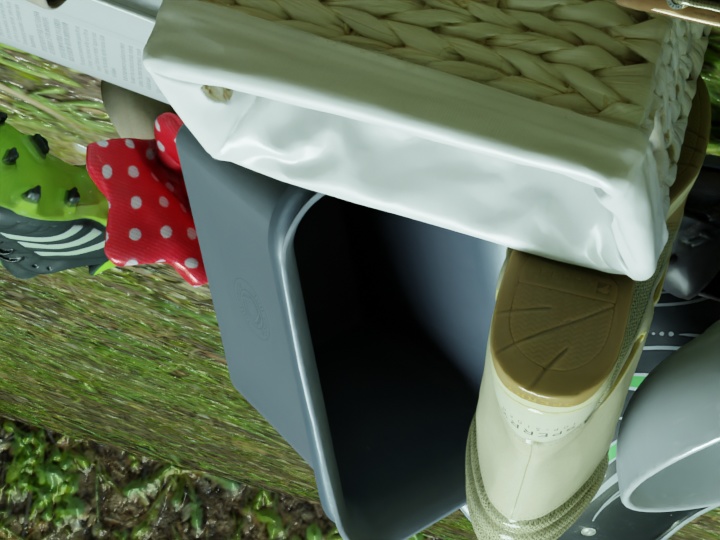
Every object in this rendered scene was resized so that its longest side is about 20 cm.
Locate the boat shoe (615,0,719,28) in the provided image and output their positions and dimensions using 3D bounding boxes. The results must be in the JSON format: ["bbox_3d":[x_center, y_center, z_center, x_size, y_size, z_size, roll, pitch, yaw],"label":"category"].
[{"bbox_3d":[0.179,-0.085,0.928,0.199,0.074,0.076,23,-176,-6],"label":"boat shoe"}]

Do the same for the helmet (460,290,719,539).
[{"bbox_3d":[0.132,0.045,1.368,0.190,0.201,0.200,-33,144,19],"label":"helmet"}]

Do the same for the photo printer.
[{"bbox_3d":[-0.139,-0.143,1.225,0.199,0.070,0.166,20,170,0],"label":"photo printer"}]

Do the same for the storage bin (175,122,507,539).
[{"bbox_3d":[0.000,0.000,1.225,0.134,0.145,0.201,36,146,46],"label":"storage bin"}]

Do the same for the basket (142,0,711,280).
[{"bbox_3d":[0.035,-0.092,1.040,0.199,0.124,0.136,15,168,14],"label":"basket"}]

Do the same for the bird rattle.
[{"bbox_3d":[-0.078,-0.055,1.375,0.200,0.113,0.163,3,-140,-46],"label":"bird rattle"}]

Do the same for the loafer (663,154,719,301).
[{"bbox_3d":[0.172,-0.011,1.244,0.199,0.063,0.072,9,153,-27],"label":"loafer"}]

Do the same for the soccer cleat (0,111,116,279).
[{"bbox_3d":[-0.172,-0.031,1.345,0.081,0.068,0.200,-36,154,23],"label":"soccer cleat"}]

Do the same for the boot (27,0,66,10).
[{"bbox_3d":[-0.179,-0.152,1.083,0.146,0.070,0.200,33,141,11],"label":"boot"}]

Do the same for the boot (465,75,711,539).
[{"bbox_3d":[0.097,0.015,1.163,0.072,0.201,0.156,15,144,7],"label":"boot"}]

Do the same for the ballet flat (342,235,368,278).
[{"bbox_3d":[0.070,-0.052,1.286,0.199,0.064,0.076,-20,152,29],"label":"ballet flat"}]

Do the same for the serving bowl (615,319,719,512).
[{"bbox_3d":[0.207,0.049,1.212,0.199,0.066,0.200,-15,163,-5],"label":"serving bowl"}]
